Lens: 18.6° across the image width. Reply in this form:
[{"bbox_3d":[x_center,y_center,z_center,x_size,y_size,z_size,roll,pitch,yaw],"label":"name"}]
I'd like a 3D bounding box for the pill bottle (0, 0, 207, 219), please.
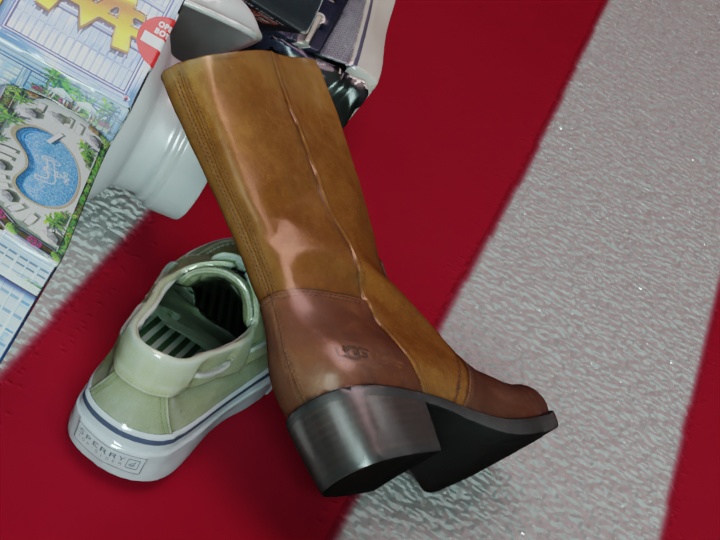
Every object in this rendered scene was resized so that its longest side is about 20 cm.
[{"bbox_3d":[-0.160,-0.097,1.020,0.199,0.104,0.104,26,27,-15],"label":"pill bottle"}]

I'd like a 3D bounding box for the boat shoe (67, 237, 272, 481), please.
[{"bbox_3d":[-0.064,0.026,0.959,0.072,0.062,0.200,32,26,0],"label":"boat shoe"}]

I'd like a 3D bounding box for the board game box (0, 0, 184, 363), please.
[{"bbox_3d":[-0.139,-0.025,0.808,0.062,0.200,0.200,28,26,-10],"label":"board game box"}]

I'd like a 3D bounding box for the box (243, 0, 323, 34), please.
[{"bbox_3d":[-0.133,-0.188,1.115,0.200,0.049,0.161,28,-7,-37],"label":"box"}]

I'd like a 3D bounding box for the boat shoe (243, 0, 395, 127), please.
[{"bbox_3d":[-0.034,-0.159,1.295,0.093,0.075,0.200,33,26,-16],"label":"boat shoe"}]

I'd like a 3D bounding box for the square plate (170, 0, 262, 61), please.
[{"bbox_3d":[-0.157,-0.159,1.101,0.199,0.029,0.198,25,-6,-16],"label":"square plate"}]

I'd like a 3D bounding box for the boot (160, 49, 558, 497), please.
[{"bbox_3d":[0.000,0.000,0.988,0.188,0.068,0.201,-2,64,-51],"label":"boot"}]
